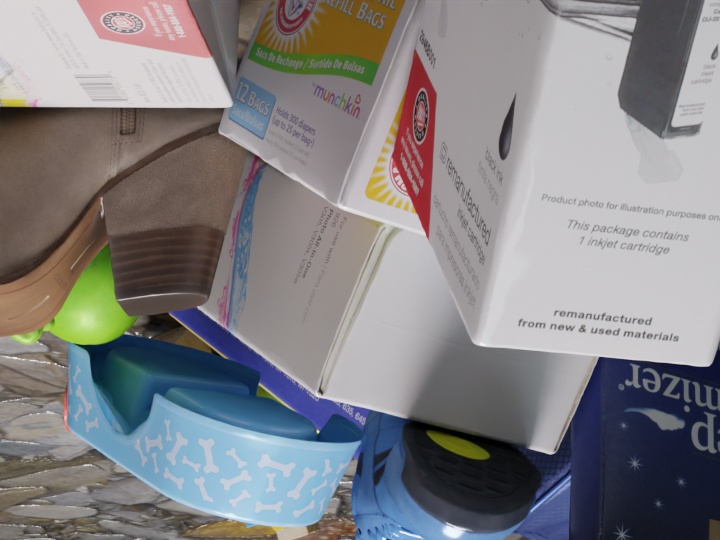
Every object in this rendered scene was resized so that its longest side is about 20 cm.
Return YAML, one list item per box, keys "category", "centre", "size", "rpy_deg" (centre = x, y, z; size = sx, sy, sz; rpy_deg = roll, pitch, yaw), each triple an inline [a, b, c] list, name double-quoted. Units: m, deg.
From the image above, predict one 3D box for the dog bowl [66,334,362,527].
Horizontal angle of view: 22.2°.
- category: "dog bowl"
  centre: [-0.083, 0.081, 0.954]
  size: [0.111, 0.050, 0.200]
  rpy_deg: [10, -172, -37]

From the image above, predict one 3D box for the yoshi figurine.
- category: "yoshi figurine"
  centre: [-0.149, -0.022, 0.911]
  size: [0.112, 0.112, 0.200]
  rpy_deg: [-7, 161, -2]

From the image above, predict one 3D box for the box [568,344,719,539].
- category: "box"
  centre: [0.153, 0.082, 0.850]
  size: [0.121, 0.200, 0.032]
  rpy_deg: [16, 152, -23]

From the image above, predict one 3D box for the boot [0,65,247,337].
- category: "boot"
  centre: [-0.145, -0.050, 0.783]
  size: [0.200, 0.146, 0.070]
  rpy_deg: [-4, 163, -8]

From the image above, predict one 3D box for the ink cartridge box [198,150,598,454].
- category: "ink cartridge box"
  centre: [0.000, 0.000, 0.858]
  size: [0.145, 0.088, 0.200]
  rpy_deg: [16, -172, -37]

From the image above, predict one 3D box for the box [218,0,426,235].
- category: "box"
  centre: [0.060, -0.063, 0.764]
  size: [0.200, 0.101, 0.112]
  rpy_deg: [16, -170, -36]

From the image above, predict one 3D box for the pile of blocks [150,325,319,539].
- category: "pile of blocks"
  centre: [-0.099, 0.122, 1.194]
  size: [0.062, 0.082, 0.200]
  rpy_deg: [-20, 125, 18]

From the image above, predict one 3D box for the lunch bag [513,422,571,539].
- category: "lunch bag"
  centre: [0.116, 0.059, 0.984]
  size: [0.136, 0.200, 0.132]
  rpy_deg: [-42, 143, 21]

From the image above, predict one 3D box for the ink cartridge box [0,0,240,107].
- category: "ink cartridge box"
  centre: [-0.154, -0.113, 0.713]
  size: [0.200, 0.068, 0.116]
  rpy_deg: [0, 164, 6]

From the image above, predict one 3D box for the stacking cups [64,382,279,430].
- category: "stacking cups"
  centre: [-0.102, 0.093, 1.263]
  size: [0.200, 0.061, 0.061]
  rpy_deg: [3, 158, 2]

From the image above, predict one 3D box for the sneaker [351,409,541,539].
- category: "sneaker"
  centre: [0.032, 0.104, 0.826]
  size: [0.066, 0.079, 0.200]
  rpy_deg: [22, -174, -7]

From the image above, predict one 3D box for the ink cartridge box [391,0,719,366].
- category: "ink cartridge box"
  centre: [0.079, -0.093, 0.581]
  size: [0.084, 0.144, 0.200]
  rpy_deg: [6, 116, -14]

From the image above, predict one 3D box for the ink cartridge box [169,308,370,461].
- category: "ink cartridge box"
  centre: [-0.019, 0.066, 1.062]
  size: [0.198, 0.047, 0.200]
  rpy_deg: [35, -174, 39]
